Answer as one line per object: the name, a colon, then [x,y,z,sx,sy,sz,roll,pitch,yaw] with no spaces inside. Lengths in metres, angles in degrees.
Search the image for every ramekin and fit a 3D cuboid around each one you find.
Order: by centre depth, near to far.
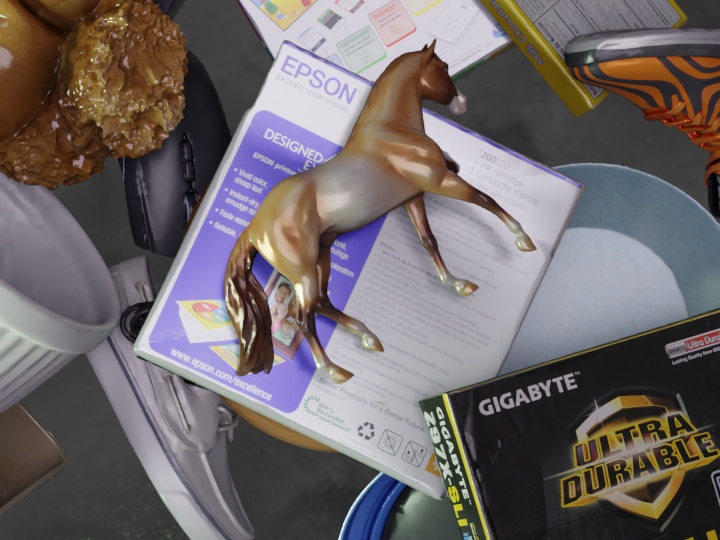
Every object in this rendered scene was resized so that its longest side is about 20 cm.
ramekin: [-0.244,-0.005,1.355,0.105,0.200,0.200,-43,89,13]

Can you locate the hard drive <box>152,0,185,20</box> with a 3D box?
hard drive: [-0.132,-0.236,1.410,0.135,0.042,0.200,34,108,19]

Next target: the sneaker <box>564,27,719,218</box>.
sneaker: [0.209,-0.085,1.399,0.200,0.078,0.112,3,93,-26]

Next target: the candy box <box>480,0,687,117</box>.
candy box: [0.103,-0.198,1.423,0.102,0.026,0.200,-41,95,-28]

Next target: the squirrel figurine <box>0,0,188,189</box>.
squirrel figurine: [-0.171,-0.153,1.357,0.187,0.142,0.200,-40,94,19]

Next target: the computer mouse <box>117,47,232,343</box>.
computer mouse: [-0.079,-0.051,1.427,0.140,0.046,0.200,-1,74,-18]

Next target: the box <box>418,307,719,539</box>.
box: [0.150,0.120,1.330,0.200,0.049,0.160,-15,87,-21]

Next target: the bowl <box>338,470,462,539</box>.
bowl: [0.083,0.190,1.411,0.200,0.039,0.201,4,102,21]

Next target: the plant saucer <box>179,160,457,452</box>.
plant saucer: [-0.008,0.007,1.390,0.200,0.037,0.200,1,86,-8]

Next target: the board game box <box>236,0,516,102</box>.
board game box: [-0.006,-0.193,1.446,0.153,0.040,0.200,-30,89,0]

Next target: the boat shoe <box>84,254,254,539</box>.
boat shoe: [-0.107,0.085,1.435,0.066,0.072,0.200,-29,81,5]

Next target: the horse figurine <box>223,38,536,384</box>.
horse figurine: [-0.001,-0.024,1.306,0.200,0.050,0.133,-35,92,-9]

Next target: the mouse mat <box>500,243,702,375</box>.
mouse mat: [0.129,0.072,1.461,0.200,0.008,0.161,-8,90,-1]

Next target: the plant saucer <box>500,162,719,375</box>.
plant saucer: [0.139,0.035,1.439,0.201,0.039,0.201,0,89,0]

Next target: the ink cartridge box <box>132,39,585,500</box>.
ink cartridge box: [0.000,0.000,1.350,0.198,0.043,0.200,26,84,-6]

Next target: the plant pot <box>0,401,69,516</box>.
plant pot: [-0.322,0.115,1.383,0.177,0.200,0.200,-43,90,13]
